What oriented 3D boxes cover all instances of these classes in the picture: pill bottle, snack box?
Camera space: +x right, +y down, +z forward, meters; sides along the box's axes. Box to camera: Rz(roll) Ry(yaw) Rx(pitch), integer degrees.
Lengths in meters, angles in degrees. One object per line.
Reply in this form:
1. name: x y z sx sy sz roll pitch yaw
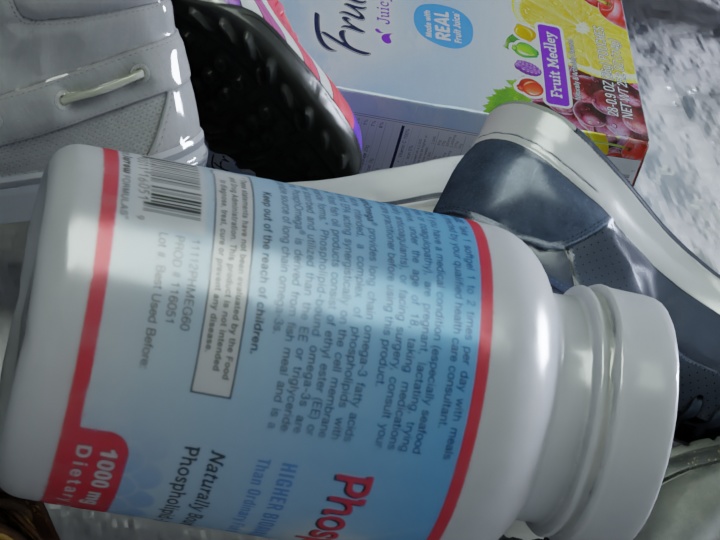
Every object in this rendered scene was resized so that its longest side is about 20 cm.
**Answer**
1. pill bottle: -0.008 0.031 0.684 0.199 0.109 0.109 11 39 -11
2. snack box: 0.016 -0.100 0.970 0.199 0.068 0.169 8 40 -9

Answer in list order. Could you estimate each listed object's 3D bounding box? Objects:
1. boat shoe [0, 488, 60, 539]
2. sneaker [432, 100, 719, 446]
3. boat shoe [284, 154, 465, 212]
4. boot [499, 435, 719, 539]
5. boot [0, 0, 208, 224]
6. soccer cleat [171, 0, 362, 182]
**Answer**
1. boat shoe: -0.118 0.097 0.682 0.072 0.068 0.201 -3 43 -24
2. sneaker: 0.087 0.056 0.810 0.202 0.077 0.146 40 61 -5
3. boat shoe: 0.000 0.000 0.847 0.199 0.072 0.066 -7 73 -42
4. boot: 0.099 0.138 0.728 0.199 0.068 0.131 -18 54 -26
5. boot: -0.159 -0.065 0.797 0.199 0.096 0.074 -9 19 -2
6. soccer cleat: -0.065 -0.115 0.848 0.200 0.068 0.073 44 50 -9
